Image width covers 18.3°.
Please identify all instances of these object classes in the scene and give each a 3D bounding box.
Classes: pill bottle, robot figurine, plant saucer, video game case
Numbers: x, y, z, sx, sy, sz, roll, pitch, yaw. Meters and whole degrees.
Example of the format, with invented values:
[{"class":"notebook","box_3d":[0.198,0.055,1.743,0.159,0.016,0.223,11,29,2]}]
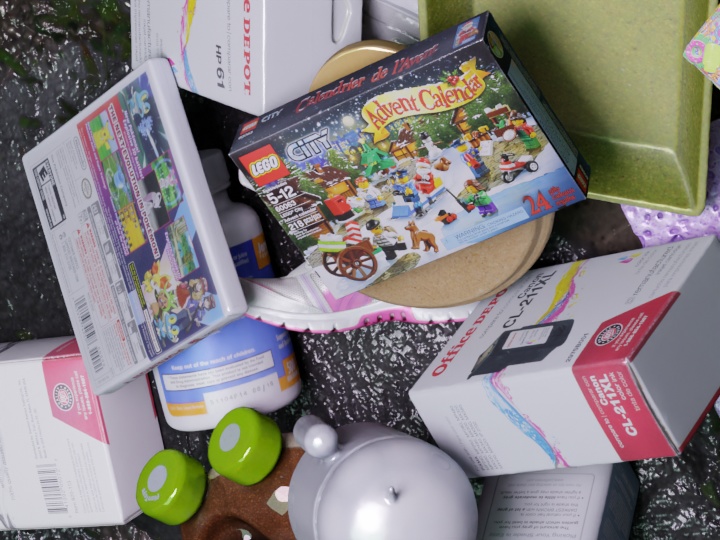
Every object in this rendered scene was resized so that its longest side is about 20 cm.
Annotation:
[{"class":"pill bottle","box_3d":[-0.120,0.013,1.720,0.112,0.112,0.201,-8,101,30]},{"class":"robot figurine","box_3d":[0.015,0.168,1.557,0.113,0.200,0.170,-46,101,-8]},{"class":"plant saucer","box_3d":[0.141,-0.139,1.494,0.199,0.048,0.200,11,137,15]},{"class":"video game case","box_3d":[-0.171,-0.030,1.661,0.182,0.023,0.201,-30,73,44]}]

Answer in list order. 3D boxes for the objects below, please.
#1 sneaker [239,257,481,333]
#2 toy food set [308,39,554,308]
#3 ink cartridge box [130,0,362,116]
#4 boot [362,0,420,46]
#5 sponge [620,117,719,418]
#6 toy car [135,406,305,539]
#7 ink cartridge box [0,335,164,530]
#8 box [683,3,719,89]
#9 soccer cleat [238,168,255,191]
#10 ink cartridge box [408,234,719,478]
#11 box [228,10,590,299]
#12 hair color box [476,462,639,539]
[{"class":"sneaker","box_3d":[0.000,0.000,1.657,0.199,0.081,0.089,-5,89,-2]},{"class":"toy food set","box_3d":[0.035,-0.054,1.546,0.199,0.049,0.198,24,128,-8]},{"class":"ink cartridge box","box_3d":[-0.085,-0.201,1.605,0.200,0.084,0.145,22,118,52]},{"class":"boot","box_3d":[0.064,-0.167,1.602,0.199,0.074,0.096,28,140,11]},{"class":"sponge","box_3d":[0.262,-0.002,1.559,0.111,0.030,0.201,-24,92,32]},{"class":"toy car","box_3d":[-0.067,0.234,1.676,0.158,0.164,0.201,-31,46,32]},{"class":"ink cartridge box","box_3d":[-0.272,0.133,1.853,0.199,0.083,0.147,-6,102,29]},{"class":"box","box_3d":[0.337,-0.131,1.384,0.200,0.193,0.122,42,120,10]},{"class":"soccer cleat","box_3d":[0.003,-0.081,1.634,0.199,0.085,0.069,-8,79,32]},{"class":"ink cartridge box","box_3d":[0.153,0.062,1.536,0.200,0.146,0.083,-12,118,44]},{"class":"box","box_3d":[0.032,-0.072,1.477,0.199,0.038,0.137,-23,120,26]},{"class":"hair color box","box_3d":[0.129,0.219,1.598,0.099,0.201,0.061,-3,139,26]}]
